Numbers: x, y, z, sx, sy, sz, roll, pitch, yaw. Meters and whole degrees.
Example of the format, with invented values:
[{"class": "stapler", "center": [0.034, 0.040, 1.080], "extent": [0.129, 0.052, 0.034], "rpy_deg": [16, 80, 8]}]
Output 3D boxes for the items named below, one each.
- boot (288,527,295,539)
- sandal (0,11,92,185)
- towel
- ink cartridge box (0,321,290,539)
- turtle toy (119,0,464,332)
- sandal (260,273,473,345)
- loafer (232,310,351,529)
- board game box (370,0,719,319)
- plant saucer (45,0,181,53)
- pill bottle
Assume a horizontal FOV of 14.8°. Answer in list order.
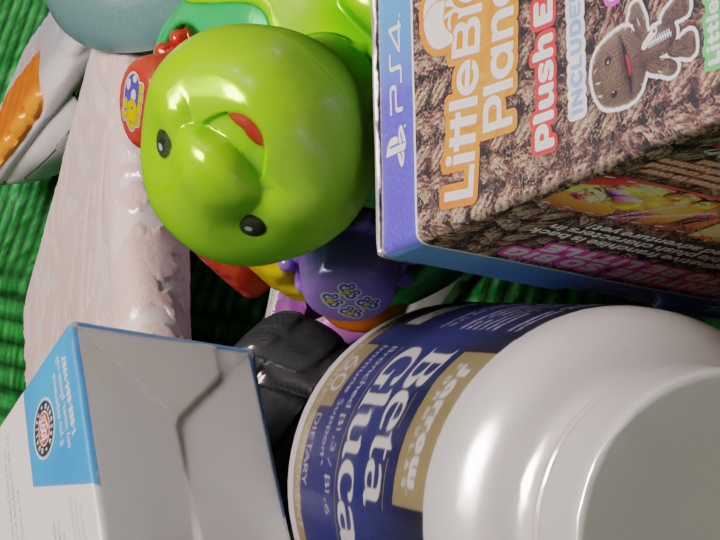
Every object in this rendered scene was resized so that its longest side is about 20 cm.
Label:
[{"class": "boot", "center": [-0.017, 0.183, 0.873], "extent": [0.200, 0.072, 0.156], "rpy_deg": [-52, 35, 28]}, {"class": "sandal", "center": [-0.105, -0.083, 1.155], "extent": [0.207, 0.059, 0.080], "rpy_deg": [-42, 27, 56]}, {"class": "towel", "center": [-0.097, 0.031, 1.056], "extent": [0.192, 0.032, 0.201], "rpy_deg": [112, 157, -47]}, {"class": "ink cartridge box", "center": [-0.095, 0.123, 0.890], "extent": [0.200, 0.067, 0.116], "rpy_deg": [-52, 39, 43]}, {"class": "turtle toy", "center": [-0.015, -0.042, 0.827], "extent": [0.101, 0.146, 0.200], "rpy_deg": [-48, -6, -1]}, {"class": "sandal", "center": [-0.003, -0.004, 0.979], "extent": [0.203, 0.050, 0.083], "rpy_deg": [-54, 35, 18]}, {"class": "loafer", "center": [-0.043, 0.106, 0.961], "extent": [0.068, 0.070, 0.201], "rpy_deg": [-40, -20, -57]}, {"class": "board game box", "center": [0.123, -0.060, 0.713], "extent": [0.200, 0.159, 0.098], "rpy_deg": [-21, 65, 51]}, {"class": "plant saucer", "center": [-0.054, -0.172, 1.051], "extent": [0.199, 0.027, 0.201], "rpy_deg": [-27, 42, 27]}, {"class": "pill bottle", "center": [0.058, 0.064, 0.756], "extent": [0.200, 0.110, 0.112], "rpy_deg": [178, 111, -72]}]
